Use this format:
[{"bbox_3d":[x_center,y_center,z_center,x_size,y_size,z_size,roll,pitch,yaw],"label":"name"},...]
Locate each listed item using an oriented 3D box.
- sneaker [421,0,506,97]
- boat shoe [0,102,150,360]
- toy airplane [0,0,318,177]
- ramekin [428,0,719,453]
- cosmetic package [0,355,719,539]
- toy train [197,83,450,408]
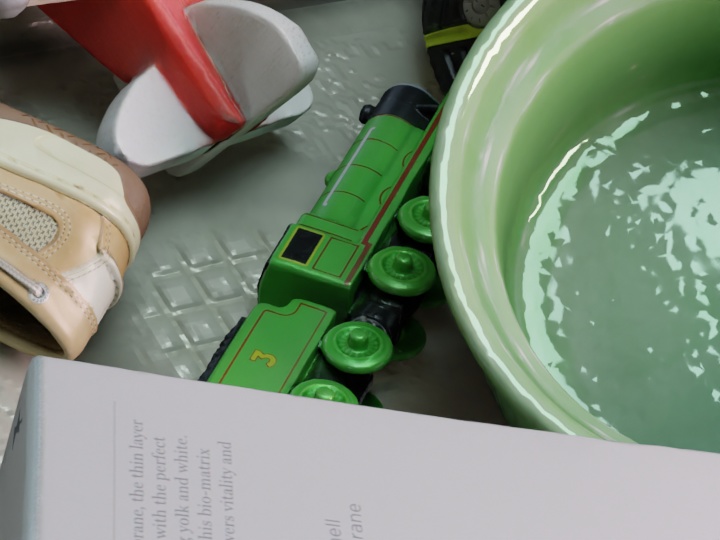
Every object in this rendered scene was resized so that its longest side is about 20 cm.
[{"bbox_3d":[0.106,-0.053,1.012,0.200,0.075,0.076,39,23,16],"label":"sneaker"},{"bbox_3d":[-0.167,-0.029,0.871,0.200,0.072,0.076,20,58,0],"label":"boat shoe"},{"bbox_3d":[-0.083,-0.128,0.943,0.199,0.141,0.200,18,35,-18],"label":"toy airplane"},{"bbox_3d":[0.123,-0.007,0.887,0.200,0.098,0.200,-1,69,3],"label":"ramekin"},{"bbox_3d":[-0.001,0.145,0.716,0.200,0.123,0.199,10,44,-14],"label":"cosmetic package"},{"bbox_3d":[0.000,0.000,0.927,0.056,0.042,0.200,18,42,11],"label":"toy train"}]
